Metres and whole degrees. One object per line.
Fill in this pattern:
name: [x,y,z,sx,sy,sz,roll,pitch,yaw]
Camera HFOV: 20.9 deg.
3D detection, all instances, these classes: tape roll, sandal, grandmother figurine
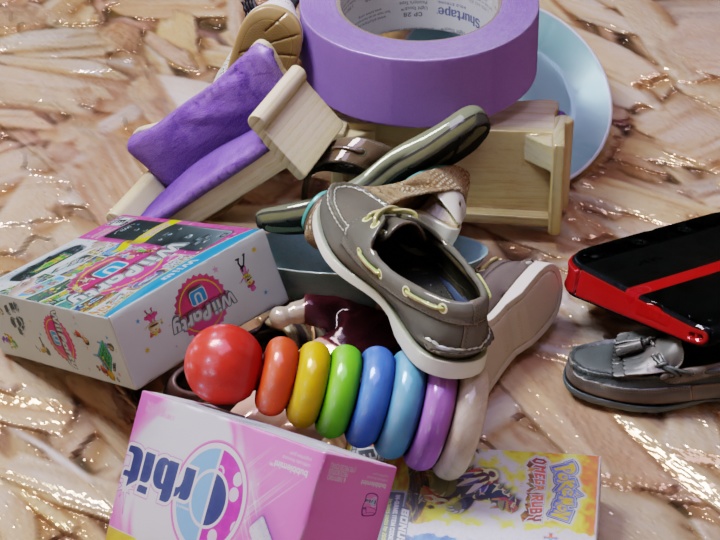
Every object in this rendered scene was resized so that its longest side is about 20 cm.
tape roll: [0.049,-0.198,1.637,0.200,0.066,0.200,-1,36,1]
sandal: [0.006,-0.084,1.545,0.201,0.080,0.057,-29,80,-1]
grandmother figurine: [-0.014,0.064,1.383,0.200,0.061,0.121,-40,81,-24]

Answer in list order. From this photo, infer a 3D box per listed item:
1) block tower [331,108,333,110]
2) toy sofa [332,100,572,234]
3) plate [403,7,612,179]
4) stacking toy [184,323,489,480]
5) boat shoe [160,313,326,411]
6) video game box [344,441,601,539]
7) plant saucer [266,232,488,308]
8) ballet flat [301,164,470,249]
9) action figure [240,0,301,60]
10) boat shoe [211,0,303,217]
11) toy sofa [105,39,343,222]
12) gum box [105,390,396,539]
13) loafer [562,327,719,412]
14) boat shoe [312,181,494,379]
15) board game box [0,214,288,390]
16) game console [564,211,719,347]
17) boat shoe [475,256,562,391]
block tower: [-0.032,-0.137,1.740,0.200,0.054,0.058,-15,37,-15]
toy sofa: [0.075,-0.090,1.632,0.200,0.083,0.098,3,26,5]
plate: [0.123,-0.151,1.722,0.200,0.026,0.201,5,64,-10]
stacking toy: [-0.019,0.077,1.305,0.200,0.085,0.085,15,36,-7]
boat shoe: [-0.051,0.066,1.433,0.200,0.072,0.072,-14,62,-17]
video game box: [0.066,0.197,1.291,0.182,0.047,0.200,4,37,6]
plant saucer: [0.000,0.000,1.530,0.200,0.039,0.201,1,12,0]
ballet flat: [0.036,-0.035,1.493,0.065,0.071,0.200,39,33,26]
action figure: [-0.009,-0.276,1.891,0.200,0.102,0.119,-27,31,-27]
boat shoe: [-0.096,-0.138,1.647,0.071,0.200,0.069,26,23,-5]
toy sofa: [-0.119,-0.091,1.563,0.200,0.098,0.083,-29,18,40]
gum box: [-0.079,0.153,1.250,0.066,0.114,0.200,17,-3,-43]
loafer: [0.251,0.063,1.445,0.200,0.063,0.072,3,38,7]
boat shoe: [0.030,-0.008,1.333,0.072,0.060,0.202,-9,38,-27]
board game box: [-0.174,0.018,1.475,0.147,0.064,0.200,-31,24,-32]
game console: [0.277,0.007,1.505,0.200,0.031,0.177,-15,28,-31]
boat shoe: [0.076,0.051,1.468,0.059,0.072,0.200,14,39,35]
